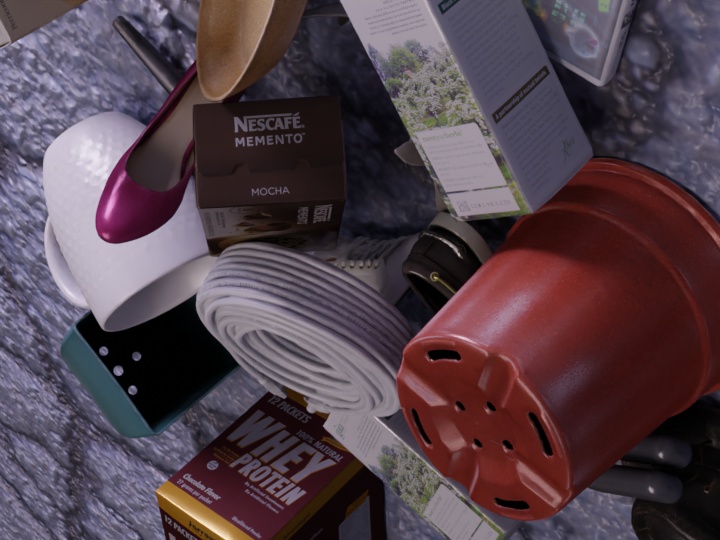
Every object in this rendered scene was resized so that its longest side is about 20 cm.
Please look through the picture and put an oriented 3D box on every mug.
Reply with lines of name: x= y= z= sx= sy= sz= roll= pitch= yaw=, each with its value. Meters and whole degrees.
mug: x=-0.241 y=-0.042 z=1.352 sx=0.199 sy=0.147 sz=0.177 roll=-37 pitch=78 yaw=36

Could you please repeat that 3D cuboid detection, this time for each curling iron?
curling iron: x=-0.156 y=-0.157 z=1.265 sx=0.201 sy=0.025 sz=0.050 roll=51 pitch=-177 yaw=6

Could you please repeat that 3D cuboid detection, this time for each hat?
hat: x=0.266 y=0.193 z=1.059 sx=0.199 sy=0.081 sz=0.202 roll=30 pitch=140 yaw=29

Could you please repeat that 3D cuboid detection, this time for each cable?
cable: x=-0.039 y=0.051 z=1.144 sx=0.198 sy=0.070 sz=0.200 roll=7 pitch=152 yaw=44

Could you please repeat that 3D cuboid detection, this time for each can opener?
can opener: x=0.181 y=0.145 z=1.078 sx=0.066 sy=0.053 sz=0.200 roll=20 pitch=171 yaw=-21

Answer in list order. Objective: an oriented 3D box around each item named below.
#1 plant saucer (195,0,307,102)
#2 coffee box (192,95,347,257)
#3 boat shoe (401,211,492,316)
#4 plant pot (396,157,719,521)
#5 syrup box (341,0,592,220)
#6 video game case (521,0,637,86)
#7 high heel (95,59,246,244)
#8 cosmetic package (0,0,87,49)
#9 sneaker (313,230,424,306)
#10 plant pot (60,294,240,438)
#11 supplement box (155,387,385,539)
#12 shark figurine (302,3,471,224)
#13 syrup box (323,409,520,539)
plant saucer: x=-0.072 y=-0.219 z=1.019 sx=0.035 sy=0.203 sz=0.200 roll=11 pitch=155 yaw=-23
coffee box: x=-0.071 y=-0.069 z=1.097 sx=0.200 sy=0.111 sz=0.081 roll=113 pitch=154 yaw=-79
boat shoe: x=0.095 y=0.046 z=1.108 sx=0.071 sy=0.061 sz=0.202 roll=16 pitch=147 yaw=52
plant pot: x=0.140 y=0.057 z=0.969 sx=0.200 sy=0.195 sz=0.202 roll=30 pitch=140 yaw=29
syrup box: x=0.067 y=-0.139 z=0.923 sx=0.078 sy=0.081 sz=0.202 roll=-4 pitch=120 yaw=51
video game case: x=0.099 y=-0.238 z=0.897 sx=0.199 sy=0.023 sz=0.183 roll=35 pitch=144 yaw=22
high heel: x=-0.154 y=-0.112 z=1.157 sx=0.067 sy=0.200 sz=0.096 roll=36 pitch=151 yaw=8
cosmetic package: x=-0.241 y=-0.263 z=1.111 sx=0.073 sy=0.200 sz=0.104 roll=-5 pitch=119 yaw=50
sneaker: x=0.000 y=0.000 z=1.193 sx=0.085 sy=0.073 sz=0.200 roll=49 pitch=148 yaw=-2
plant pot: x=-0.238 y=0.092 z=1.511 sx=0.142 sy=0.141 sz=0.200 roll=53 pitch=153 yaw=-5
supplement box: x=-0.085 y=0.262 z=1.430 sx=0.132 sy=0.197 sz=0.202 roll=27 pitch=139 yaw=30
shark figurine: x=0.036 y=-0.122 z=1.027 sx=0.216 sy=0.089 sz=0.128 roll=55 pitch=145 yaw=-10
syrup box: x=0.068 y=0.165 z=1.264 sx=0.200 sy=0.081 sz=0.079 roll=41 pitch=144 yaw=14
